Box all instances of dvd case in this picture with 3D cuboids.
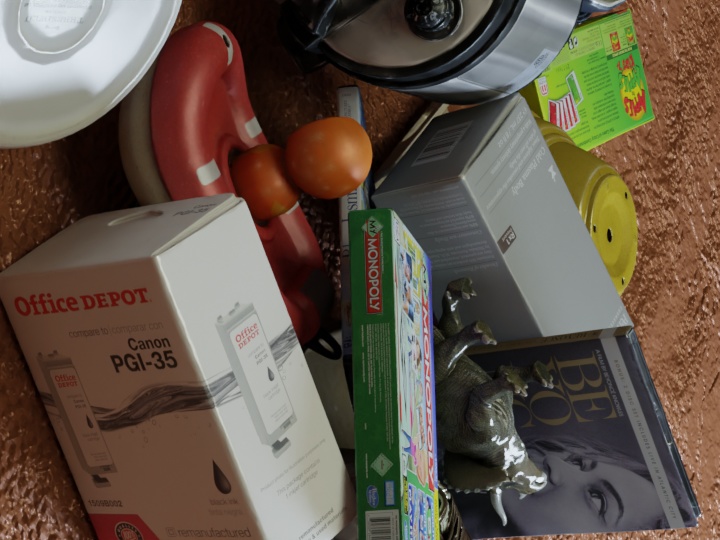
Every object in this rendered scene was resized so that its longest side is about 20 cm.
[{"bbox_3d":[0.118,0.116,1.273,0.016,0.199,0.150,-46,120,-50],"label":"dvd case"},{"bbox_3d":[0.000,0.000,1.234,0.143,0.017,0.202,80,7,-62],"label":"dvd case"}]

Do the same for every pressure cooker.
[{"bbox_3d":[0.046,-0.201,1.221,0.200,0.177,0.177,-1,105,-67],"label":"pressure cooker"}]

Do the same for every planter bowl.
[{"bbox_3d":[0.157,-0.026,1.423,0.200,0.083,0.202,-1,91,-59],"label":"planter bowl"}]

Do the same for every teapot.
[{"bbox_3d":[-0.201,-0.170,0.987,0.197,0.146,0.200,-45,147,-12],"label":"teapot"}]

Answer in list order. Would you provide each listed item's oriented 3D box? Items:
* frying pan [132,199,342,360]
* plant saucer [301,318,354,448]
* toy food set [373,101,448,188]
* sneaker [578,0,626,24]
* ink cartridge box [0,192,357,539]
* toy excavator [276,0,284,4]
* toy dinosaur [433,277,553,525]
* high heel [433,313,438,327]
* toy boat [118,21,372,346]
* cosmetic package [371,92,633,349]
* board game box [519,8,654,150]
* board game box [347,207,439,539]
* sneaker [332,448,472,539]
[{"bbox_3d":[-0.083,-0.006,1.201,0.189,0.031,0.116,12,70,-51],"label":"frying pan"},{"bbox_3d":[-0.010,0.134,1.285,0.199,0.029,0.202,15,71,-52],"label":"plant saucer"},{"bbox_3d":[0.085,-0.031,1.426,0.144,0.060,0.201,-53,124,-46],"label":"toy food set"},{"bbox_3d":[0.171,-0.240,1.521,0.202,0.145,0.078,-26,102,-55],"label":"sneaker"},{"bbox_3d":[-0.105,0.070,1.061,0.083,0.146,0.201,-36,112,-45],"label":"ink cartridge box"},{"bbox_3d":[-0.048,-0.308,1.278,0.200,0.099,0.196,50,47,-49],"label":"toy excavator"},{"bbox_3d":[0.057,0.072,1.225,0.200,0.102,0.077,48,24,1],"label":"toy dinosaur"},{"bbox_3d":[0.073,0.071,1.393,0.201,0.067,0.097,67,0,-48],"label":"high heel"},{"bbox_3d":[-0.054,-0.056,1.112,0.201,0.130,0.131,63,19,-14],"label":"toy boat"},{"bbox_3d":[0.101,-0.005,1.286,0.201,0.090,0.107,58,44,-22],"label":"cosmetic package"},{"bbox_3d":[0.180,-0.155,1.598,0.200,0.047,0.102,-26,105,-53],"label":"board game box"},{"bbox_3d":[0.021,0.077,1.121,0.135,0.029,0.202,45,42,-72],"label":"board game box"},{"bbox_3d":[0.036,0.175,1.251,0.200,0.075,0.071,34,56,-46],"label":"sneaker"}]
